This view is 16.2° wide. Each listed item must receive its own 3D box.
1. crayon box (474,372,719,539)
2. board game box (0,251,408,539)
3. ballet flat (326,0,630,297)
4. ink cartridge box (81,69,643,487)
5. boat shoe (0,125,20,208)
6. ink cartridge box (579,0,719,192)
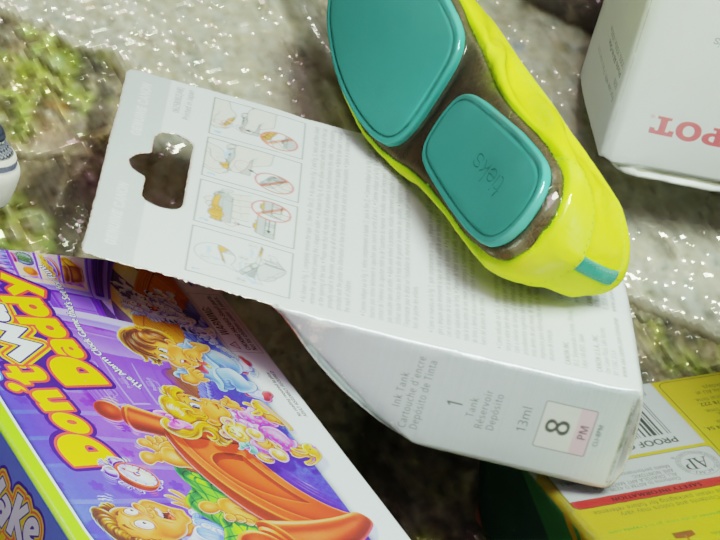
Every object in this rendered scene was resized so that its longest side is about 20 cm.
[{"bbox_3d":[0.137,0.108,0.880,0.126,0.051,0.200,-8,29,-20],"label":"crayon box"},{"bbox_3d":[-0.068,0.070,0.819,0.134,0.045,0.200,6,32,-40],"label":"board game box"},{"bbox_3d":[0.045,-0.053,0.952,0.067,0.067,0.200,26,20,-36],"label":"ballet flat"},{"bbox_3d":[0.000,0.000,0.929,0.199,0.057,0.163,11,27,-4],"label":"ink cartridge box"},{"bbox_3d":[-0.205,-0.102,0.935,0.199,0.093,0.075,26,17,2],"label":"boat shoe"},{"bbox_3d":[0.185,-0.131,1.008,0.145,0.201,0.088,10,28,-8],"label":"ink cartridge box"}]
